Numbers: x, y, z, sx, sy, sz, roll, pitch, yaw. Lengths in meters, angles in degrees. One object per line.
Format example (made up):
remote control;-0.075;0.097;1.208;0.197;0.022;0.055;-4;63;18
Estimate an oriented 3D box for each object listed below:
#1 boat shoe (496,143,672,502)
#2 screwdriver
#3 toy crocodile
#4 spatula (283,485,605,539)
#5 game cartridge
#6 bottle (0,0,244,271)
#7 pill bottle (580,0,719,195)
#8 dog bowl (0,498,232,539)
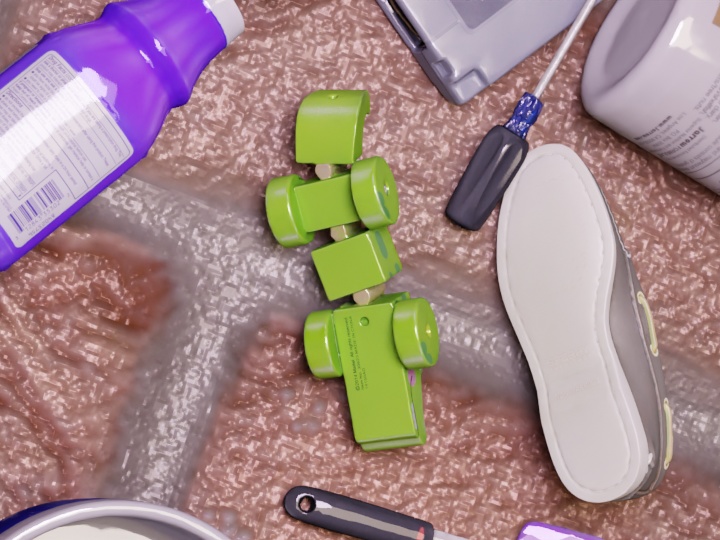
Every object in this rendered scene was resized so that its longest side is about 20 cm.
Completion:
boat shoe;0.127;0.030;1.646;0.060;0.072;0.202;8;69;-59
screwdriver;0.103;-0.111;1.635;0.029;0.028;0.200;17;103;-56
toy crocodile;0.000;0.000;1.606;0.067;0.062;0.200;-13;95;20
spatula;0.051;0.152;1.635;0.200;0.021;0.057;18;84;-17
game cartridge;0.048;-0.209;1.641;0.133;0.041;0.200;-36;100;-14
bottle;-0.149;-0.083;1.550;0.200;0.065;0.084;-41;102;-16
pill bottle;0.234;-0.089;1.660;0.200;0.114;0.114;30;78;-16
dog bowl;-0.136;0.218;1.536;0.200;0.079;0.200;1;87;-20
